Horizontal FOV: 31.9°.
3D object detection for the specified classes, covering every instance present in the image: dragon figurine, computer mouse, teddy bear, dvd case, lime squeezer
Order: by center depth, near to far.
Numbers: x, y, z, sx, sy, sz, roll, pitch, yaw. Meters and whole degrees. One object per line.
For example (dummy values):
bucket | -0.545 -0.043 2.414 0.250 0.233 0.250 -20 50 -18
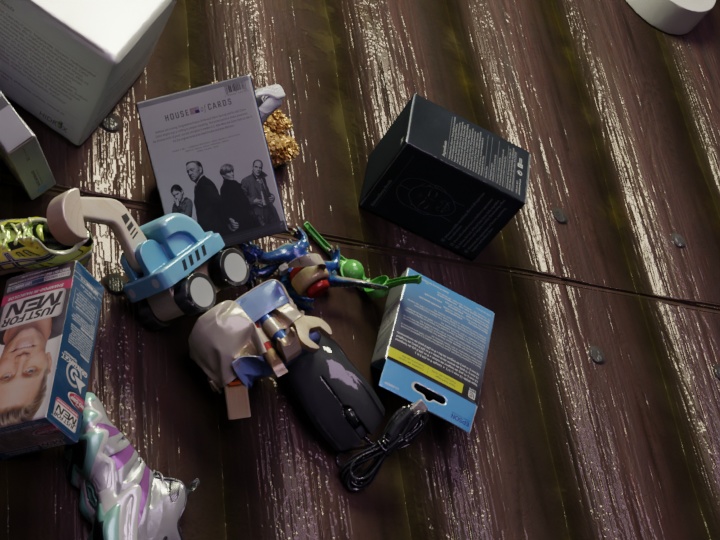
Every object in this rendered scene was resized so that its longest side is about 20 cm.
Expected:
computer mouse | -0.023 0.153 1.540 0.138 0.053 0.200 -42 77 -8
dvd case | -0.186 -0.129 1.582 0.148 0.025 0.203 -14 95 -3
dragon figurine | -0.070 0.009 1.641 0.198 0.059 0.100 31 48 -4
lime squeezer | 0.000 0.000 1.693 0.198 0.071 0.038 27 68 30
teddy bear | -0.173 -0.200 1.723 0.198 0.067 0.147 20 47 -19

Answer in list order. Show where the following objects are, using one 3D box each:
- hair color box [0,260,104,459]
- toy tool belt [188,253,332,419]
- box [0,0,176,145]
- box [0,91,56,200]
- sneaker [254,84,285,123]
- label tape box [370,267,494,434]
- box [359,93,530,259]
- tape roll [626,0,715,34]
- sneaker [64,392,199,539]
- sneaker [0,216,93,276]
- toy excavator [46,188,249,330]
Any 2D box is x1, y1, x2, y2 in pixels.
hair color box | -0.348 0.095 1.367 0.061 0.099 0.202 53 30 -47
toy tool belt | -0.099 0.082 1.498 0.198 0.125 0.124 -32 75 -15
box | -0.371 -0.318 1.609 0.199 0.172 0.200 34 46 -6
box | -0.443 -0.194 1.487 0.041 0.156 0.201 -35 80 -14
sneaker | -0.159 -0.147 1.637 0.199 0.075 0.115 -39 104 -4
label tape box | 0.091 0.115 1.667 0.142 0.066 0.202 27 50 -13
box | 0.121 -0.131 1.805 0.198 0.149 0.108 25 47 -16
tape roll | 0.603 -0.565 2.483 0.200 0.071 0.205 17 50 -21
sneaker | -0.240 0.227 1.371 0.138 0.078 0.203 -2 69 -35
sneaker | -0.404 -0.036 1.449 0.197 0.076 0.076 -1 60 -32
toy excavator | -0.255 -0.028 1.477 0.194 0.099 0.202 -40 105 -46
